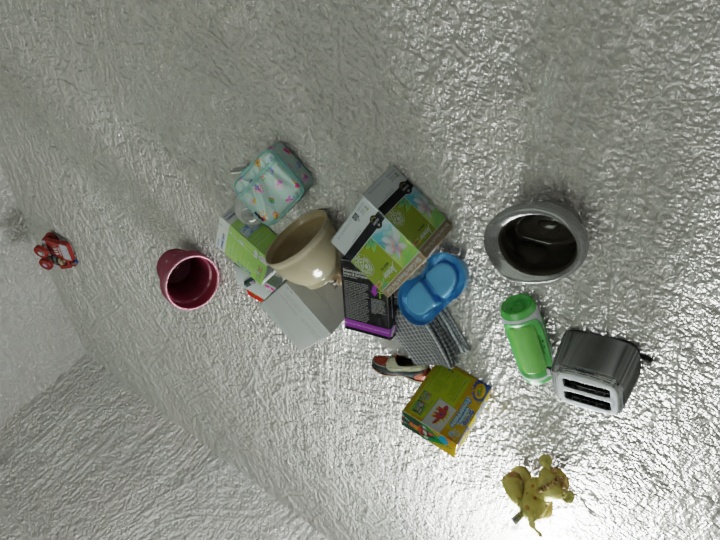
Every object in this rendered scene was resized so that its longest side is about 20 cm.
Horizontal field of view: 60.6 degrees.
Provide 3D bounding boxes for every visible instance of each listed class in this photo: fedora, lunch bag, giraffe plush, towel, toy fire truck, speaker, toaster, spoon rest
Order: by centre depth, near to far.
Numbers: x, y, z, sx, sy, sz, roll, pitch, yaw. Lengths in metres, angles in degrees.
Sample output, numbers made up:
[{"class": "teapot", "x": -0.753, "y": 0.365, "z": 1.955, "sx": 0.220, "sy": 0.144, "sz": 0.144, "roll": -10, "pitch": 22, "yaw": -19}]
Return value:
[{"class": "fedora", "x": 0.344, "y": -0.069, "z": 1.183, "sx": 0.198, "sy": 0.091, "sz": 0.178, "roll": -21, "pitch": 111, "yaw": 45}, {"class": "toaster", "x": 0.491, "y": 0.212, "z": 1.277, "sx": 0.197, "sy": 0.129, "sz": 0.115, "roll": 12, "pitch": 134, "yaw": 37}, {"class": "speaker", "x": 0.375, "y": 0.155, "z": 1.374, "sx": 0.087, "sy": 0.088, "sz": 0.203, "roll": 2, "pitch": 126, "yaw": 43}, {"class": "lunch bag", "x": -0.230, "y": -0.220, "z": 1.579, "sx": 0.161, "sy": 0.077, "sz": 0.199, "roll": 46, "pitch": 129, "yaw": -11}, {"class": "towel", "x": 0.165, "y": 0.162, "z": 1.587, "sx": 0.164, "sy": 0.086, "sz": 0.202, "roll": -13, "pitch": 115, "yaw": 50}, {"class": "giraffe plush", "x": 0.483, "y": 0.576, "z": 1.634, "sx": 0.172, "sy": 0.200, "sz": 0.163, "roll": 43, "pitch": 115, "yaw": 8}, {"class": "spoon rest", "x": -0.316, "y": -0.209, "z": 1.721, "sx": 0.097, "sy": 0.061, "sz": 0.203, "roll": -1, "pitch": 135, "yaw": 5}, {"class": "toy fire truck", "x": -1.429, "y": -0.076, "z": 2.916, "sx": 0.164, "sy": 0.113, "sz": 0.202, "roll": 16, "pitch": 139, "yaw": 7}]

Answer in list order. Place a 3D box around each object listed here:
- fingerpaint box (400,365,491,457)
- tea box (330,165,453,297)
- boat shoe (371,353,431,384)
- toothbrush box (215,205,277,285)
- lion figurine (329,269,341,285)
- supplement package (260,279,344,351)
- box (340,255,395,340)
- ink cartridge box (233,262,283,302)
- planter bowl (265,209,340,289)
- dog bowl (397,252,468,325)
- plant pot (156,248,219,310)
[{"class": "fingerpaint box", "x": 0.226, "y": 0.356, "z": 1.615, "sx": 0.165, "sy": 0.200, "sz": 0.074, "roll": 26, "pitch": 142, "yaw": 22}, {"class": "tea box", "x": 0.069, "y": -0.084, "z": 1.403, "sx": 0.196, "sy": 0.134, "sz": 0.200, "roll": 42, "pitch": 143, "yaw": 2}, {"class": "boat shoe", "x": 0.113, "y": 0.268, "z": 1.752, "sx": 0.197, "sy": 0.071, "sz": 0.064, "roll": 10, "pitch": 126, "yaw": 36}, {"class": "toothbrush box", "x": -0.331, "y": -0.078, "z": 1.841, "sx": 0.199, "sy": 0.086, "sz": 0.146, "roll": 39, "pitch": 144, "yaw": 8}, {"class": "lion figurine", "x": 0.000, "y": 0.000, "z": 1.619, "sx": 0.199, "sy": 0.072, "sz": 0.124, "roll": -34, "pitch": 89, "yaw": 39}, {"class": "supplement package", "x": -0.149, "y": 0.095, "z": 1.776, "sx": 0.192, "sy": 0.147, "sz": 0.199, "roll": 49, "pitch": 144, "yaw": -6}, {"class": "box", "x": 0.020, "y": 0.069, "z": 1.569, "sx": 0.140, "sy": 0.036, "sz": 0.204, "roll": 12, "pitch": 120, "yaw": 30}, {"class": "ink cartridge box", "x": -0.320, "y": 0.070, "z": 2.010, "sx": 0.197, "sy": 0.044, "sz": 0.176, "roll": 27, "pitch": 139, "yaw": 24}, {"class": "planter bowl", "x": -0.130, "y": -0.040, "z": 1.601, "sx": 0.198, "sy": 0.202, "sz": 0.135, "roll": -7, "pitch": 130, "yaw": 47}, {"class": "dog bowl", "x": 0.173, "y": 0.041, "z": 1.433, "sx": 0.200, "sy": 0.049, "sz": 0.112, "roll": -47, "pitch": 71, "yaw": 32}, {"class": "plant pot", "x": -0.616, "y": 0.012, "z": 2.137, "sx": 0.178, "sy": 0.198, "sz": 0.203, "roll": 29, "pitch": 144, "yaw": 46}]
